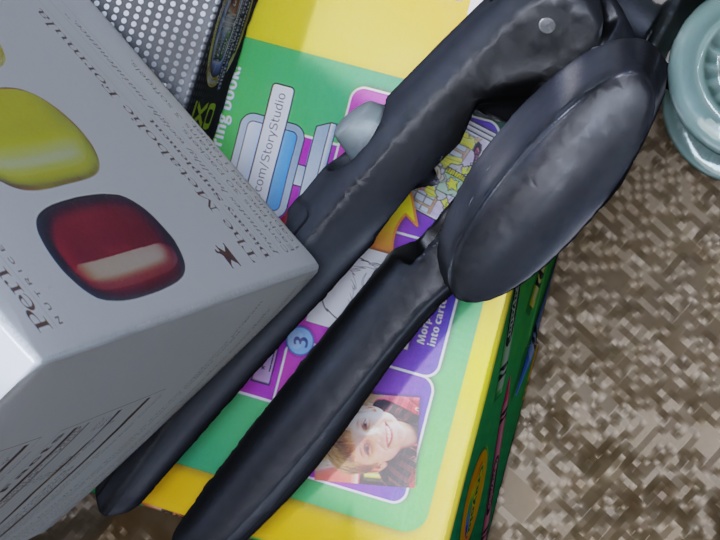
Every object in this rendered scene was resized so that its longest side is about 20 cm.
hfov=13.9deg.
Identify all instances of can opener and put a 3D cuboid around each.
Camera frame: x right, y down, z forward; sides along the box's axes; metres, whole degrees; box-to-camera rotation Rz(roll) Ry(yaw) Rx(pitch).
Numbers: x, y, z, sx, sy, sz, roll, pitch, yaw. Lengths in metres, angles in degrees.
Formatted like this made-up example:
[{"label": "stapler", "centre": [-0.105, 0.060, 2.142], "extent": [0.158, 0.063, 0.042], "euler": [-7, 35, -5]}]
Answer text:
[{"label": "can opener", "centre": [0.000, 0.000, 0.772], "extent": [0.063, 0.079, 0.200], "euler": [47, 110, 0]}]

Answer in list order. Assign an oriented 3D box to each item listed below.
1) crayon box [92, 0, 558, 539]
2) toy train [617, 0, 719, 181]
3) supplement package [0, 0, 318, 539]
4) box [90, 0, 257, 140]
[{"label": "crayon box", "centre": [-0.004, -0.021, 0.833], "extent": [0.118, 0.058, 0.201], "euler": [16, 95, 14]}, {"label": "toy train", "centre": [0.164, -0.051, 0.777], "extent": [0.199, 0.085, 0.114], "euler": [32, 89, 7]}, {"label": "supplement package", "centre": [-0.107, 0.004, 0.674], "extent": [0.110, 0.200, 0.114], "euler": [-43, 85, 15]}, {"label": "box", "centre": [-0.117, -0.062, 0.803], "extent": [0.160, 0.044, 0.201], "euler": [20, 95, 9]}]
